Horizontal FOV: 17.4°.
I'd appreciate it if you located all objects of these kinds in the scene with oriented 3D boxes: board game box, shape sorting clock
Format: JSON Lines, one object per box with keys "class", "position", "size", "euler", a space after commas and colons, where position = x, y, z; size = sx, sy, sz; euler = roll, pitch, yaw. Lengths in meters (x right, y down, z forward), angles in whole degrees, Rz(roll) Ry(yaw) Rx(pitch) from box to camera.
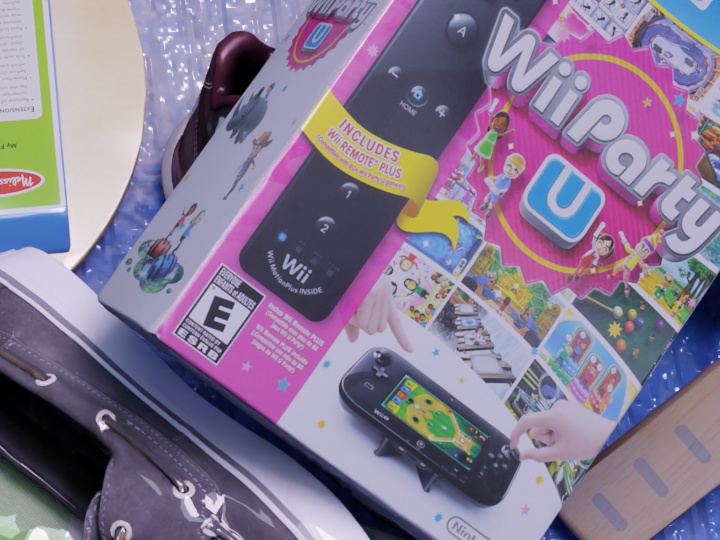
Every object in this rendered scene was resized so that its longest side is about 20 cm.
{"class": "board game box", "position": [0.037, -0.026, 0.747], "size": [0.147, 0.064, 0.200], "euler": [37, 82, -21]}
{"class": "shape sorting clock", "position": [-0.177, -0.063, 0.849], "size": [0.199, 0.039, 0.201], "euler": [2, 69, -5]}

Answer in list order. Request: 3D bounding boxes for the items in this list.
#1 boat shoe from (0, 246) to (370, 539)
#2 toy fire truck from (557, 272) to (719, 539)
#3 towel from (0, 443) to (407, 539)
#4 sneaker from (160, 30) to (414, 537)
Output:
{"class": "boat shoe", "position": [-0.071, 0.073, 0.764], "size": [0.200, 0.070, 0.066], "euler": [43, 57, 15]}
{"class": "toy fire truck", "position": [0.125, -0.012, 0.850], "size": [0.176, 0.129, 0.200], "euler": [38, 56, 7]}
{"class": "towel", "position": [-0.053, 0.146, 0.791], "size": [0.199, 0.031, 0.150], "euler": [16, 62, -1]}
{"class": "sneaker", "position": [0.000, 0.000, 0.805], "size": [0.076, 0.116, 0.200], "euler": [-33, 72, -24]}
